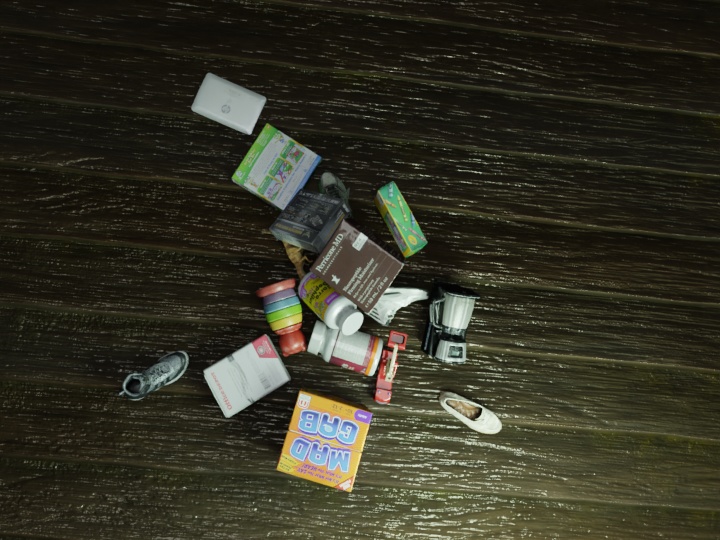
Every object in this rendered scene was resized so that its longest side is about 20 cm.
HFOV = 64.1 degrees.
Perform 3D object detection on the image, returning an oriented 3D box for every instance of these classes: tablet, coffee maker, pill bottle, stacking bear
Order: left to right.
[{"bbox_3d":[-0.398,-0.505,1.742,0.197,0.014,0.132,23,81,0],"label":"tablet"},{"bbox_3d":[-0.211,0.136,1.623,0.119,0.114,0.203,-18,88,-6],"label":"stacking bear"},{"bbox_3d":[-0.080,0.090,1.590,0.104,0.105,0.200,-44,53,-8],"label":"pill bottle"},{"bbox_3d":[-0.044,0.215,1.619,0.197,0.110,0.111,18,81,-1],"label":"pill bottle"},{"bbox_3d":[0.251,0.145,1.635,0.132,0.192,0.204,11,98,4],"label":"coffee maker"}]

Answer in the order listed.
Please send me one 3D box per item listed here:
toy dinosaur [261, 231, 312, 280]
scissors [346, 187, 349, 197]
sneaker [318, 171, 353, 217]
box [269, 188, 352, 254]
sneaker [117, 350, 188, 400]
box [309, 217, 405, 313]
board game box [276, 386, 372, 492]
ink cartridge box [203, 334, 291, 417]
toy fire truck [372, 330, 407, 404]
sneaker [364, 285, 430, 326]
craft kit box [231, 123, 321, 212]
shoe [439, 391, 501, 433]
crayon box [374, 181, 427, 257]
[{"bbox_3d":[-0.195,-0.064,1.672,0.105,0.060,0.202,-33,85,-6],"label":"toy dinosaur"},{"bbox_3d":[-0.049,-0.146,1.718,0.072,0.014,0.202,24,79,7],"label":"scissors"},{"bbox_3d":[-0.065,-0.204,1.681,0.077,0.085,0.203,-24,76,-3],"label":"sneaker"},{"bbox_3d":[-0.141,-0.141,1.607,0.198,0.048,0.159,18,67,42],"label":"box"},{"bbox_3d":[-0.564,0.289,1.569,0.198,0.114,0.076,-33,86,-8],"label":"sneaker"},{"bbox_3d":[-0.003,-0.018,1.551,0.199,0.164,0.167,36,99,1],"label":"box"},{"bbox_3d":[-0.095,0.441,1.538,0.196,0.200,0.203,17,81,-1],"label":"board game box"},{"bbox_3d":[-0.313,0.292,1.602,0.198,0.083,0.147,-30,85,-7],"label":"ink cartridge box"},{"bbox_3d":[0.080,0.273,1.604,0.048,0.141,0.204,12,81,-2],"label":"toy fire truck"},{"bbox_3d":[0.104,0.104,1.673,0.196,0.076,0.118,0,91,4],"label":"sneaker"},{"bbox_3d":[-0.247,-0.300,1.710,0.196,0.049,0.202,32,81,-2],"label":"craft kit box"},{"bbox_3d":[0.316,0.411,1.646,0.198,0.053,0.071,27,81,0],"label":"shoe"},{"bbox_3d":[0.114,-0.145,1.675,0.058,0.119,0.202,-28,85,-7],"label":"crayon box"}]
